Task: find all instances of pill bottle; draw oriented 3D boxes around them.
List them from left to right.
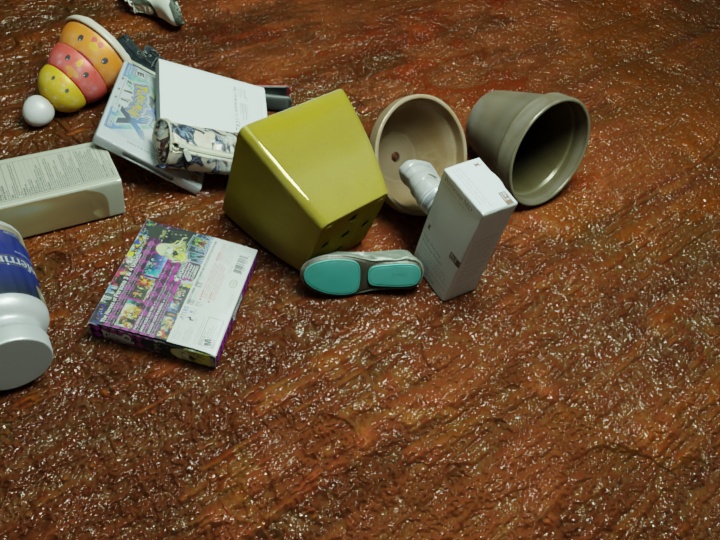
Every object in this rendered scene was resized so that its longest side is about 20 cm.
[{"bbox_3d":[-0.463,0.042,0.836,0.114,0.117,0.201,-19,58,-27],"label":"pill bottle"}]

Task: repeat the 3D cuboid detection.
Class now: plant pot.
[{"bbox_3d":[-0.073,-0.122,1.026,0.198,0.201,0.177,-30,74,-32],"label":"plant pot"},{"bbox_3d":[0.084,-0.198,1.155,0.198,0.205,0.092,-22,17,-29],"label":"plant pot"},{"bbox_3d":[0.294,-0.250,1.228,0.197,0.203,0.173,-19,41,-27],"label":"plant pot"}]

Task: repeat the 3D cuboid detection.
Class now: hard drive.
[{"bbox_3d":[-0.256,-0.283,1.155,0.197,0.027,0.135,7,64,-34],"label":"hard drive"}]

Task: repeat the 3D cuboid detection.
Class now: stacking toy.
[{"bbox_3d":[-0.504,-0.323,1.148,0.144,0.147,0.202,28,68,11],"label":"stacking toy"}]

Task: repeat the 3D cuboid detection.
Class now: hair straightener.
[{"bbox_3d":[-0.223,-0.320,1.241,0.196,0.041,0.078,1,51,-20],"label":"hair straightener"}]

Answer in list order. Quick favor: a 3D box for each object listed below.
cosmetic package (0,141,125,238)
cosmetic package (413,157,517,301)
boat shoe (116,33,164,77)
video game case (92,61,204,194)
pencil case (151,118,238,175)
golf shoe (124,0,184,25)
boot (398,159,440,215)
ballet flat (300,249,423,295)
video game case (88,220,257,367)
[{"bbox_3d":[-0.469,-0.120,0.998,0.197,0.072,0.106,-18,56,-26],"label":"cosmetic package"},{"bbox_3d":[0.152,-0.058,1.007,0.073,0.202,0.102,-19,56,-25],"label":"cosmetic package"},{"bbox_3d":[-0.392,-0.380,1.229,0.199,0.075,0.063,35,80,21],"label":"boat shoe"},{"bbox_3d":[-0.337,-0.242,1.113,0.180,0.022,0.203,27,42,-28],"label":"video game case"},{"bbox_3d":[-0.233,-0.191,1.075,0.197,0.079,0.089,4,26,-35],"label":"pencil case"},{"bbox_3d":[-0.441,-0.560,1.387,0.088,0.078,0.200,-38,63,-14],"label":"golf shoe"},{"bbox_3d":[0.137,-0.132,1.099,0.096,0.073,0.199,55,20,24],"label":"boot"},{"bbox_3d":[0.000,0.000,1.027,0.196,0.069,0.064,0,23,-14],"label":"ballet flat"},{"bbox_3d":[-0.260,0.028,0.948,0.178,0.036,0.202,14,49,-1],"label":"video game case"}]
